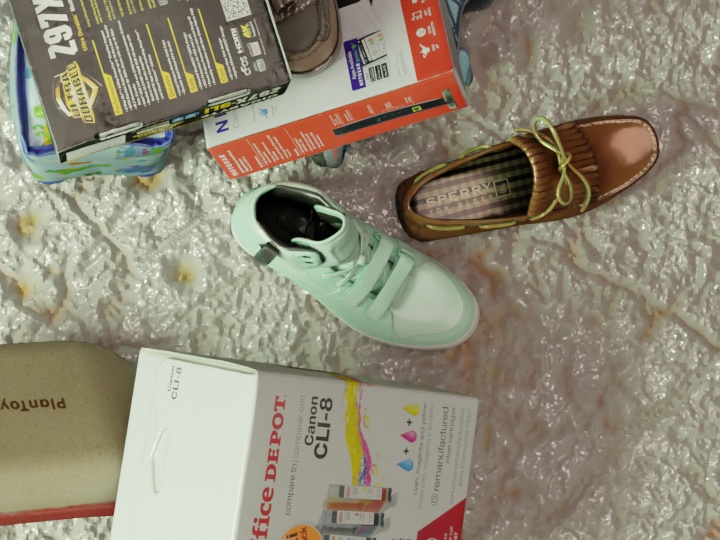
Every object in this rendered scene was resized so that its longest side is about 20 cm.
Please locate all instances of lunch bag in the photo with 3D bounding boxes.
[{"bbox_3d":[-0.185,-0.170,1.263,0.126,0.170,0.202,-6,86,-10],"label":"lunch bag"}]

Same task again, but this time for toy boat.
[{"bbox_3d":[-0.238,0.131,1.276,0.199,0.131,0.131,-1,54,-28],"label":"toy boat"}]

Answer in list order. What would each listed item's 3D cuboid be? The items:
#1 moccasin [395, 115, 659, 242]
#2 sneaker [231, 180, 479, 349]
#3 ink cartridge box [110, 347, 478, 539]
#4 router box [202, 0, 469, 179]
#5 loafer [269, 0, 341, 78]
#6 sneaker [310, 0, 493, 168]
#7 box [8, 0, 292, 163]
[{"bbox_3d":[0.124,-0.072,1.332,0.200,0.078,0.074,-10,88,-5],"label":"moccasin"},{"bbox_3d":[0.000,0.000,1.298,0.199,0.118,0.074,26,84,-5],"label":"sneaker"},{"bbox_3d":[-0.045,0.140,1.234,0.199,0.144,0.147,10,87,-39],"label":"ink cartridge box"},{"bbox_3d":[-0.031,-0.182,1.276,0.178,0.049,0.201,-17,62,10],"label":"router box"},{"bbox_3d":[-0.072,-0.221,1.242,0.072,0.063,0.201,-26,61,6],"label":"loafer"},{"bbox_3d":[0.036,-0.153,1.328,0.095,0.079,0.201,32,86,-5],"label":"sneaker"},{"bbox_3d":[-0.148,-0.189,1.161,0.159,0.049,0.201,-18,89,-7],"label":"box"}]
